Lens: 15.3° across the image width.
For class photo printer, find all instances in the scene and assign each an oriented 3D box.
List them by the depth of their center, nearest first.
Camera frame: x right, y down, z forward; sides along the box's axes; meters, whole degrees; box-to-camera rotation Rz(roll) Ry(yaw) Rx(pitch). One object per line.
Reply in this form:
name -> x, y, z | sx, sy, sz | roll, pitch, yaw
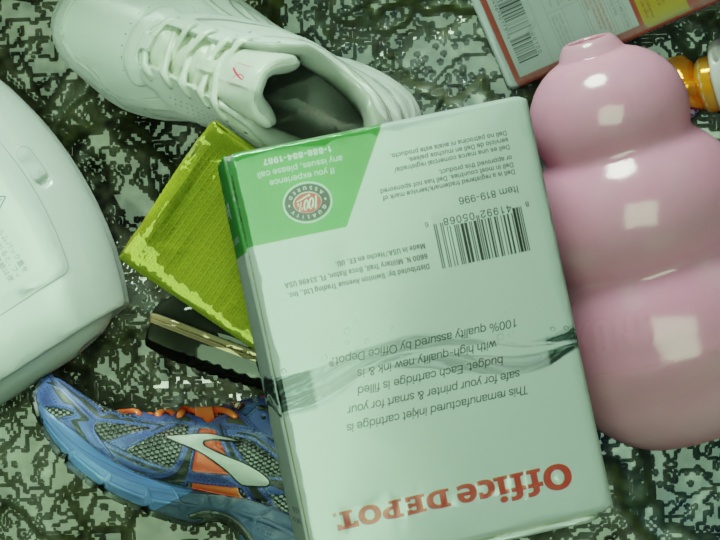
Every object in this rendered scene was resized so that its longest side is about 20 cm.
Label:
photo printer -> -0.229, 0.000, 1.364 | 0.200, 0.069, 0.166 | -33, 87, 2

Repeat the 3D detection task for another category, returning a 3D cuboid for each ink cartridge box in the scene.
ink cartridge box -> 0.023, 0.032, 1.259 | 0.146, 0.083, 0.200 | -11, 88, -7

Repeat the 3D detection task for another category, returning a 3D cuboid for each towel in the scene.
towel -> -0.012, 0.015, 1.306 | 0.200, 0.018, 0.086 | 34, 78, -4

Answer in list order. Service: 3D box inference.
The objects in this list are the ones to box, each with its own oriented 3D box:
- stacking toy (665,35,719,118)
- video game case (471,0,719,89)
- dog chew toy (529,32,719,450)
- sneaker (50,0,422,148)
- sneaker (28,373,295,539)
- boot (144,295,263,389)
stacking toy -> 0.213, -0.102, 1.329 | 0.200, 0.116, 0.110 | -12, 85, 15
video game case -> 0.132, -0.191, 1.322 | 0.200, 0.017, 0.143 | -22, 92, 29
dog chew toy -> 0.138, -0.017, 1.302 | 0.124, 0.125, 0.200 | -17, 100, 4
sneaker -> -0.063, -0.102, 1.339 | 0.200, 0.099, 0.078 | 19, 90, 4
sneaker -> -0.072, 0.093, 1.355 | 0.200, 0.075, 0.079 | 22, 89, -5
boot -> 0.000, 0.000, 1.353 | 0.200, 0.077, 0.139 | 12, 86, -9
